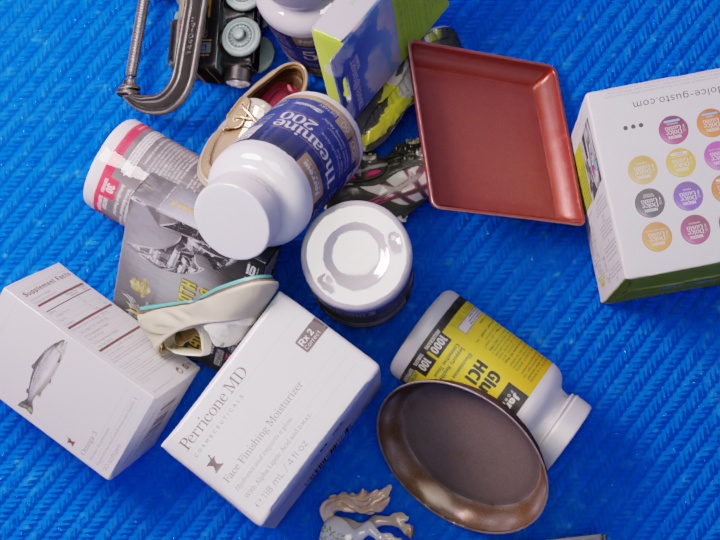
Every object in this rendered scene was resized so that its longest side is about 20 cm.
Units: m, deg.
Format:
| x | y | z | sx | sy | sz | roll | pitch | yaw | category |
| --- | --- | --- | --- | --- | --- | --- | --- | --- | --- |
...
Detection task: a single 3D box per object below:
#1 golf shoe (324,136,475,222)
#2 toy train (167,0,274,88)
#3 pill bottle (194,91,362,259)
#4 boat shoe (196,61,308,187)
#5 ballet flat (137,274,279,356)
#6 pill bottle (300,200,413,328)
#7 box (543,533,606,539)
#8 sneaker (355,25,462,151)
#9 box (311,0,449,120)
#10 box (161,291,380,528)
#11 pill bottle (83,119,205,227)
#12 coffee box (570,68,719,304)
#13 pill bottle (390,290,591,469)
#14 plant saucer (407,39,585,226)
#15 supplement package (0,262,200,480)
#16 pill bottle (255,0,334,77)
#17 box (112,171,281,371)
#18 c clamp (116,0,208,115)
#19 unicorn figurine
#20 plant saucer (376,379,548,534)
| x | y | z | sx | sy | sz | roll | pitch | yaw | category |
| --- | --- | --- | --- | --- | --- | --- | --- | --- | --- |
| 0.052 | -0.099 | 1.674 | 0.199 | 0.077 | 0.088 | -7 | 111 | -7 | golf shoe |
| -0.156 | -0.304 | 1.705 | 0.113 | 0.085 | 0.201 | 1 | 80 | 12 | toy train |
| -0.084 | -0.093 | 1.505 | 0.111 | 0.200 | 0.111 | 12 | 123 | 20 | pill bottle |
| -0.114 | -0.161 | 1.634 | 0.074 | 0.069 | 0.200 | 28 | 47 | 2 | boat shoe |
| -0.151 | 0.052 | 1.530 | 0.200 | 0.069 | 0.070 | -15 | 70 | 45 | ballet flat |
| 0.000 | 0.000 | 1.584 | 0.113 | 0.200 | 0.114 | 0 | 81 | 2 | pill bottle |
| 0.171 | 0.368 | 1.590 | 0.199 | 0.051 | 0.158 | -7 | 79 | 1 | box |
| 0.030 | -0.211 | 1.683 | 0.200 | 0.084 | 0.075 | -41 | 121 | -24 | sneaker |
| 0.018 | -0.260 | 1.588 | 0.048 | 0.122 | 0.200 | 27 | 67 | 24 | box |
| -0.086 | 0.150 | 1.560 | 0.131 | 0.200 | 0.199 | 36 | 83 | 7 | box |
| -0.192 | -0.073 | 1.647 | 0.200 | 0.111 | 0.111 | 29 | 82 | 7 | pill bottle |
| 0.342 | -0.085 | 1.587 | 0.199 | 0.200 | 0.199 | -10 | 81 | 0 | coffee box |
| 0.140 | 0.120 | 1.602 | 0.200 | 0.112 | 0.113 | 35 | 83 | 7 | pill bottle |
| 0.140 | -0.142 | 1.634 | 0.199 | 0.037 | 0.200 | 5 | 65 | -30 | plant saucer |
| -0.296 | 0.104 | 1.599 | 0.200 | 0.117 | 0.117 | 35 | 112 | 8 | supplement package |
| -0.051 | -0.297 | 1.630 | 0.119 | 0.200 | 0.120 | -2 | 77 | 10 | pill bottle |
| -0.176 | 0.009 | 1.594 | 0.158 | 0.200 | 0.048 | 26 | 47 | 5 | box |
| -0.232 | -0.266 | 1.687 | 0.170 | 0.027 | 0.201 | -5 | 75 | 37 | c clamp |
| -0.014 | 0.332 | 1.599 | 0.137 | 0.074 | 0.201 | -2 | 66 | 11 | unicorn figurine |
| 0.110 | 0.189 | 1.573 | 0.200 | 0.200 | 0.032 | 35 | 45 | 7 | plant saucer |
